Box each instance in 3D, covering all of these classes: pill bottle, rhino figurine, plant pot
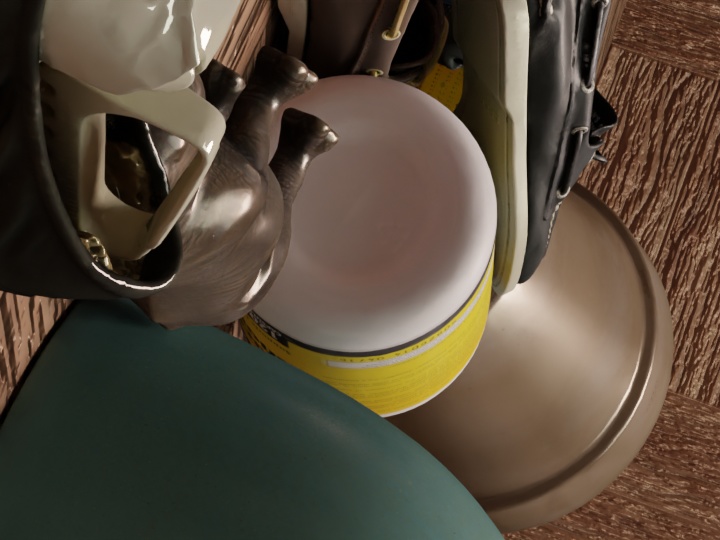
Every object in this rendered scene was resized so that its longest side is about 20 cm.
[{"bbox_3d":[0.000,0.000,1.028,0.200,0.112,0.112,84,26,-75],"label":"pill bottle"},{"bbox_3d":[-0.054,-0.031,0.729,0.200,0.060,0.088,58,57,-78],"label":"rhino figurine"},{"bbox_3d":[-0.043,0.123,0.825,0.201,0.160,0.201,19,90,-83],"label":"plant pot"},{"bbox_3d":[0.045,0.017,1.227,0.201,0.199,0.174,-69,157,-13],"label":"plant pot"}]

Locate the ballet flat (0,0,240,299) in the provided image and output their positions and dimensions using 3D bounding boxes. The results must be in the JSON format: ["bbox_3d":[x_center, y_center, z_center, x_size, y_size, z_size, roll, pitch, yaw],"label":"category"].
[{"bbox_3d":[-0.061,-0.056,0.558,0.200,0.068,0.068,97,14,-60],"label":"ballet flat"}]

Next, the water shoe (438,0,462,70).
[{"bbox_3d":[0.067,-0.168,1.233,0.200,0.079,0.072,95,16,-65],"label":"water shoe"}]

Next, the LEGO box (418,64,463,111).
[{"bbox_3d":[0.046,-0.023,1.485,0.149,0.077,0.200,101,11,-53],"label":"LEGO box"}]

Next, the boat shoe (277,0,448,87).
[{"bbox_3d":[0.004,-0.101,0.995,0.200,0.059,0.072,92,18,-69],"label":"boat shoe"}]

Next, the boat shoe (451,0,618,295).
[{"bbox_3d":[0.077,-0.067,1.029,0.200,0.066,0.075,85,-18,-46],"label":"boat shoe"}]
